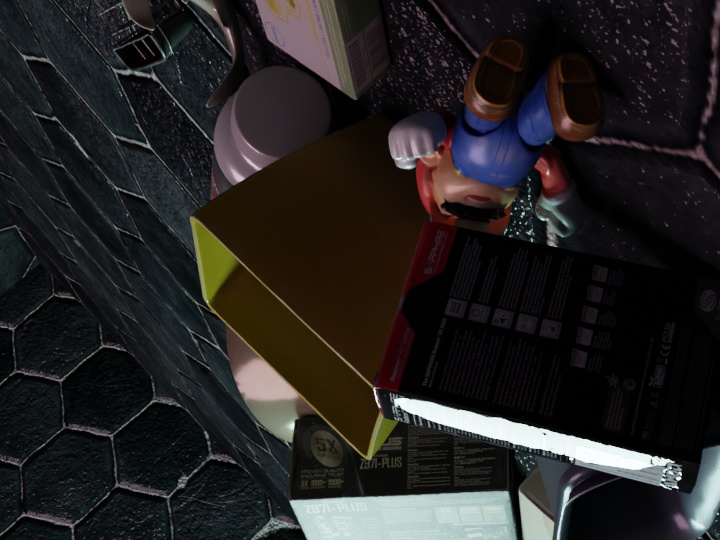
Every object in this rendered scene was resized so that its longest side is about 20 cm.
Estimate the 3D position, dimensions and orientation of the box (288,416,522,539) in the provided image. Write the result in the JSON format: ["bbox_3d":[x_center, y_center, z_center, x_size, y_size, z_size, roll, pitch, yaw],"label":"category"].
[{"bbox_3d":[0.047,0.209,1.162,0.197,0.087,0.165,-5,142,10],"label":"box"}]

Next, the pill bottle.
[{"bbox_3d":[-0.075,-0.100,1.094,0.111,0.111,0.200,47,163,6],"label":"pill bottle"}]

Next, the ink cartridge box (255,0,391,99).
[{"bbox_3d":[-0.067,-0.230,0.906,0.199,0.048,0.146,37,160,29],"label":"ink cartridge box"}]

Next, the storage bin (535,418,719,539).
[{"bbox_3d":[0.185,0.114,0.892,0.201,0.144,0.135,79,173,-60],"label":"storage bin"}]

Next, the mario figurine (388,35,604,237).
[{"bbox_3d":[0.085,-0.060,0.788,0.123,0.106,0.200,45,161,6],"label":"mario figurine"}]

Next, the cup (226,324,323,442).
[{"bbox_3d":[-0.007,0.059,1.178,0.142,0.201,0.201,-12,121,44],"label":"cup"}]

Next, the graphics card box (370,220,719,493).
[{"bbox_3d":[0.119,0.049,0.768,0.198,0.127,0.051,11,150,15],"label":"graphics card box"}]

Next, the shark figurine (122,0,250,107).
[{"bbox_3d":[-0.159,-0.247,1.095,0.213,0.129,0.090,34,-168,-12],"label":"shark figurine"}]

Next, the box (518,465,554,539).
[{"bbox_3d":[0.203,0.231,1.137,0.078,0.095,0.201,39,162,28],"label":"box"}]

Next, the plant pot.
[{"bbox_3d":[0.000,0.000,0.996,0.200,0.176,0.200,42,163,11],"label":"plant pot"}]

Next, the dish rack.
[{"bbox_3d":[-0.245,-0.294,1.206,0.201,0.054,0.153,55,162,-17],"label":"dish rack"}]
